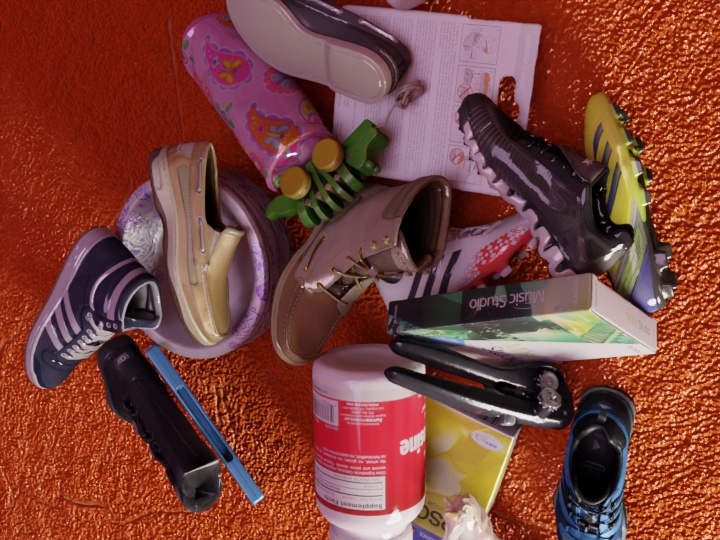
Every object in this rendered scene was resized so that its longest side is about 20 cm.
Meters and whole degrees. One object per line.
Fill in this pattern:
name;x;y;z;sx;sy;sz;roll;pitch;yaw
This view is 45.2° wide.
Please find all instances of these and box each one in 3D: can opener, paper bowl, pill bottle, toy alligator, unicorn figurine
can opener;0.111;0.108;0.796;0.079;0.198;0.064;-42;41;52
paper bowl;-0.163;-0.013;0.948;0.199;0.104;0.203;6;103;25
pill bottle;0.009;0.182;0.855;0.111;0.112;0.202;5;102;25
toy alligator;-0.009;-0.097;0.818;0.199;0.059;0.055;-38;62;16
unicorn figurine;0.126;0.297;0.865;0.074;0.198;0.139;38;109;62

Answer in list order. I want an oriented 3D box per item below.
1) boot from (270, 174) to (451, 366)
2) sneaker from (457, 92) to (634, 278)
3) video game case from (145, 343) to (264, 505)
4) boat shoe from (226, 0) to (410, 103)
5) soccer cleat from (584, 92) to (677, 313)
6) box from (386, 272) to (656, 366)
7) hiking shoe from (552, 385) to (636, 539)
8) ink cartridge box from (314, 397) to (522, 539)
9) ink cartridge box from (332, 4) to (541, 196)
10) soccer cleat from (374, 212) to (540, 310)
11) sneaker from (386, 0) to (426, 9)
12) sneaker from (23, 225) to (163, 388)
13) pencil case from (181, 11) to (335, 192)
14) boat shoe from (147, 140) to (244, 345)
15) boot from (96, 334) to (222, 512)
boot;0.000;0.000;0.814;0.154;0.072;0.201;1;62;55
sneaker;0.164;-0.081;0.740;0.090;0.066;0.201;-37;82;35
video game case;-0.178;0.175;0.983;0.018;0.143;0.201;-35;88;-14
boat shoe;-0.041;-0.224;0.824;0.199;0.062;0.073;31;143;21
soccer cleat;0.221;-0.055;0.771;0.083;0.065;0.202;-13;96;28
box;0.144;0.051;0.774;0.199;0.144;0.037;-12;65;37
hiking shoe;0.214;0.213;0.820;0.074;0.087;0.202;6;104;25
ink cartridge box;0.050;0.214;0.927;0.196;0.047;0.202;22;108;20
ink cartridge box;0.070;-0.165;0.835;0.198;0.050;0.163;11;106;20
soccer cleat;0.094;-0.015;0.843;0.200;0.069;0.085;-39;87;32
sneaker;0.060;-0.345;0.789;0.105;0.076;0.201;39;104;25
sneaker;-0.283;0.065;0.922;0.108;0.070;0.201;35;109;20
pencil case;-0.106;-0.174;0.876;0.088;0.087;0.201;-50;64;26
boat shoe;-0.150;-0.027;0.848;0.075;0.072;0.202;-11;98;11
boot;-0.217;0.188;0.979;0.200;0.065;0.165;43;159;29
